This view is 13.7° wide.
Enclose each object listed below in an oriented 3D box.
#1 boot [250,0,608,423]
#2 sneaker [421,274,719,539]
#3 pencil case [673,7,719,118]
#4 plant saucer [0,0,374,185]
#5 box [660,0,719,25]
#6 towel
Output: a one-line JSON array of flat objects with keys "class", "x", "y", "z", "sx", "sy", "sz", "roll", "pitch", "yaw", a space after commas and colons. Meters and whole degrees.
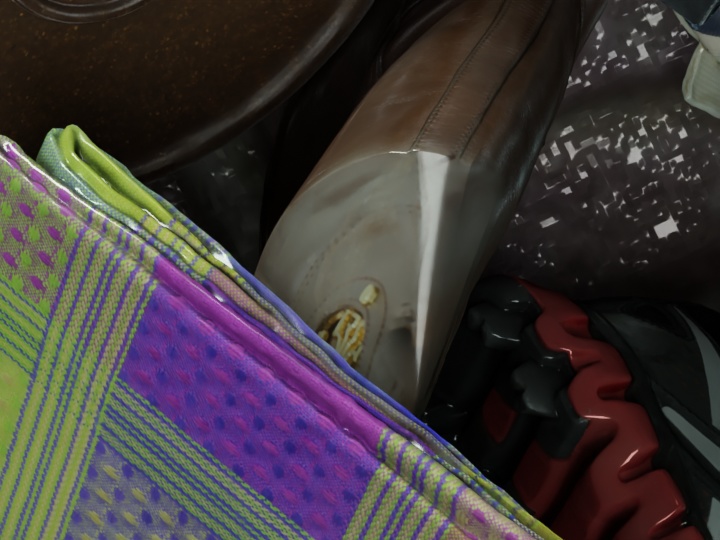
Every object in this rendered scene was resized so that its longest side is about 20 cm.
[{"class": "boot", "x": 0.000, "y": 0.000, "z": 0.707, "sx": 0.064, "sy": 0.200, "sz": 0.187, "roll": 23, "pitch": 126, "yaw": -2}, {"class": "sneaker", "x": 0.094, "y": 0.083, "z": 0.755, "sx": 0.098, "sy": 0.201, "sz": 0.071, "roll": -7, "pitch": 146, "yaw": -32}, {"class": "pencil case", "x": 0.168, "y": -0.093, "z": 0.715, "sx": 0.199, "sy": 0.078, "sz": 0.090, "roll": -9, "pitch": 78, "yaw": 32}, {"class": "plant saucer", "x": -0.060, "y": -0.084, "z": 0.651, "sx": 0.200, "sy": 0.035, "sz": 0.201, "roll": -21, "pitch": 139, "yaw": -19}, {"class": "box", "x": 0.125, "y": -0.165, "z": 0.636, "sx": 0.044, "sy": 0.200, "sz": 0.160, "roll": 34, "pitch": 134, "yaw": 1}, {"class": "towel", "x": -0.013, "y": 0.072, "z": 0.633, "sx": 0.200, "sy": 0.023, "sz": 0.144, "roll": 38, "pitch": 137, "yaw": 16}]
